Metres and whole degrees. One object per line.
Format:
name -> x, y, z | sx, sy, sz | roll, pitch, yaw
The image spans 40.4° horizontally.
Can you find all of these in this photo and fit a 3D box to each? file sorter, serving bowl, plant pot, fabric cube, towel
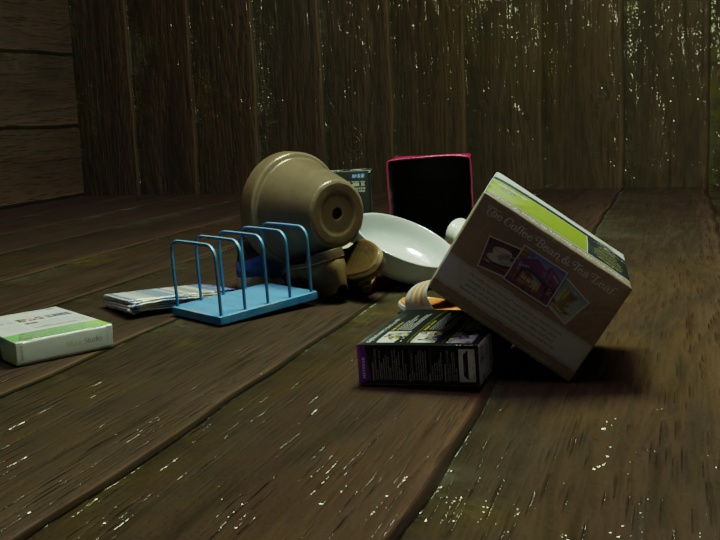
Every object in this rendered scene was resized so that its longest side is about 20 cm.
file sorter -> -0.189, -0.001, 1.573 | 0.198, 0.126, 0.137 | -14, 15, -42
serving bowl -> 0.072, -0.029, 1.768 | 0.196, 0.067, 0.201 | 17, 23, -7
plant pot -> -0.086, -0.101, 1.697 | 0.197, 0.205, 0.173 | -9, 12, -34
fabric cube -> 0.167, -0.167, 2.266 | 0.192, 0.205, 0.199 | -2, 9, 8
towel -> -0.325, 0.047, 1.660 | 0.197, 0.024, 0.146 | -7, 8, -34

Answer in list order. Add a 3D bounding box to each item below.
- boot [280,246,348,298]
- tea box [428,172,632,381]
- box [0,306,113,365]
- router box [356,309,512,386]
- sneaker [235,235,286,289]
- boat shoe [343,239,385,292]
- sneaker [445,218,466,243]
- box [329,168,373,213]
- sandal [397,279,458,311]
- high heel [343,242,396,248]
boot -> -0.080, 0.016, 1.678 | 0.073, 0.077, 0.199 | -18, 1, -27
tea box -> 0.206, -0.001, 1.180 | 0.198, 0.135, 0.197 | 33, 16, 5
box -> -0.460, 0.091, 1.395 | 0.142, 0.037, 0.198 | -10, 11, -39
router box -> 0.096, 0.090, 1.189 | 0.146, 0.052, 0.200 | -1, 9, 21
sneaker -> -0.150, -0.034, 1.822 | 0.197, 0.114, 0.076 | -11, 12, -42
boat shoe -> 0.000, 0.000, 1.684 | 0.071, 0.073, 0.199 | 33, -21, -20
sneaker -> 0.277, -0.070, 2.118 | 0.197, 0.076, 0.099 | -10, 31, -38
box -> -0.066, -0.167, 2.444 | 0.195, 0.168, 0.086 | -1, 9, 3
sandal -> 0.131, 0.042, 1.448 | 0.078, 0.061, 0.205 | -7, 10, -30
high heel -> -0.037, -0.015, 1.863 | 0.197, 0.073, 0.141 | -12, 2, -36
